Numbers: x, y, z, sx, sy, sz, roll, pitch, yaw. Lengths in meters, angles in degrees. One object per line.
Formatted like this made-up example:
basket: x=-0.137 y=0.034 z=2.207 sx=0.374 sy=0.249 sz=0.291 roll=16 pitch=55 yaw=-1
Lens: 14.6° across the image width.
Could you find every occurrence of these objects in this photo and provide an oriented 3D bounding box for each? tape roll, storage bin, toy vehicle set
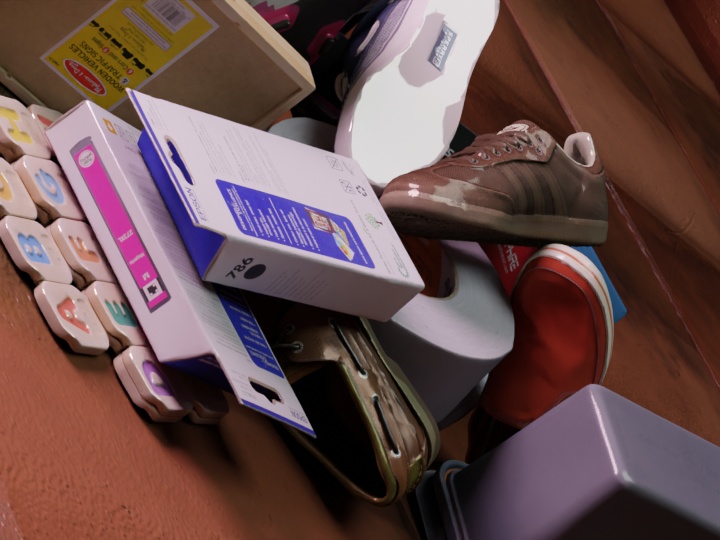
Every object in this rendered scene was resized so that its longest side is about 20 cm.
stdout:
tape roll: x=0.000 y=0.000 z=1.712 sx=0.200 sy=0.066 sz=0.200 roll=35 pitch=25 yaw=-19
storage bin: x=0.156 y=0.165 z=1.709 sx=0.200 sy=0.134 sz=0.146 roll=27 pitch=34 yaw=-36
toy vehicle set: x=-0.132 y=-0.129 z=1.553 sx=0.200 sy=0.124 sz=0.027 roll=43 pitch=19 yaw=-38

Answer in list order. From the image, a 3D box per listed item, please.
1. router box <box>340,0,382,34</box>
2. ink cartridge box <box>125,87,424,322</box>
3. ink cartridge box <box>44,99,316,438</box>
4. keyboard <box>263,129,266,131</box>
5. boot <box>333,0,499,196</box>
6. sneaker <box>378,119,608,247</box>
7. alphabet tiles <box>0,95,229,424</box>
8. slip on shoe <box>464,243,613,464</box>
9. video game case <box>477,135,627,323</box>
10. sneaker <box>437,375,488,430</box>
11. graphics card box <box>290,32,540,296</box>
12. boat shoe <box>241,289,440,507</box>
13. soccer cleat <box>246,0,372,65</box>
router box: x=-0.042 y=-0.236 z=1.942 sx=0.149 sy=0.051 sz=0.200 roll=70 pitch=-20 yaw=4
ink cartridge box: x=-0.054 y=-0.033 z=1.531 sx=0.200 sy=0.039 sz=0.100 roll=17 pitch=38 yaw=-50
ink cartridge box: x=-0.096 y=0.006 z=1.499 sx=0.200 sy=0.037 sz=0.095 roll=59 pitch=13 yaw=24
keyboard: x=-0.102 y=-0.092 z=1.699 sx=0.011 sy=0.056 sz=0.200 roll=34 pitch=8 yaw=20
boot: x=0.018 y=-0.111 z=1.772 sx=0.073 sy=0.090 sz=0.200 roll=45 pitch=50 yaw=-17
sneaker: x=0.080 y=-0.056 z=1.724 sx=0.200 sy=0.070 sz=0.076 roll=7 pitch=82 yaw=-52
alphabet tiles: x=-0.136 y=-0.006 z=1.493 sx=0.200 sy=0.015 sz=0.196 roll=60 pitch=16 yaw=15
slip on shoe: x=0.108 y=0.074 z=1.770 sx=0.074 sy=0.200 sz=0.061 roll=27 pitch=33 yaw=18
video game case: x=0.092 y=-0.029 z=1.925 sx=0.143 sy=0.018 sz=0.200 roll=60 pitch=-22 yaw=-16
sneaker: x=0.059 y=0.038 z=1.877 sx=0.071 sy=0.073 sz=0.200 roll=55 pitch=15 yaw=-10
graphics card box: x=0.033 y=-0.071 z=1.874 sx=0.200 sy=0.051 sz=0.126 roll=40 pitch=-17 yaw=31
boat shoe: x=-0.032 y=0.046 z=1.589 sx=0.200 sy=0.072 sz=0.068 roll=47 pitch=28 yaw=-1
soccer cleat: x=-0.043 y=-0.179 z=1.809 sx=0.070 sy=0.200 sz=0.086 roll=52 pitch=3 yaw=-43
